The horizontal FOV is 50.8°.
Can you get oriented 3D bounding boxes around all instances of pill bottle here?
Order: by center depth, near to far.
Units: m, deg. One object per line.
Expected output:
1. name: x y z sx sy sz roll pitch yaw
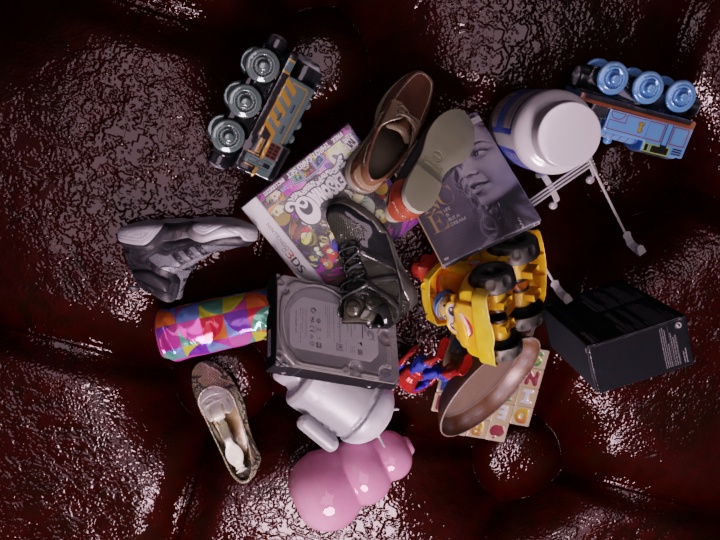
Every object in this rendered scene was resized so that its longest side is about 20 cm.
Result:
1. pill bottle: 0.251 -0.190 1.033 0.112 0.200 0.112 -1 104 -5

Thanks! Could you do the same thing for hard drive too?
1. hard drive: -0.038 0.090 1.083 0.200 0.038 0.140 15 58 -29

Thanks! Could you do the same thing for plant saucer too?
1. plant saucer: 0.186 0.166 1.137 0.200 0.200 0.034 -49 60 6

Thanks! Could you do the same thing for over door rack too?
1. over door rack: 0.312 -0.070 1.139 0.148 0.067 0.200 -35 110 5

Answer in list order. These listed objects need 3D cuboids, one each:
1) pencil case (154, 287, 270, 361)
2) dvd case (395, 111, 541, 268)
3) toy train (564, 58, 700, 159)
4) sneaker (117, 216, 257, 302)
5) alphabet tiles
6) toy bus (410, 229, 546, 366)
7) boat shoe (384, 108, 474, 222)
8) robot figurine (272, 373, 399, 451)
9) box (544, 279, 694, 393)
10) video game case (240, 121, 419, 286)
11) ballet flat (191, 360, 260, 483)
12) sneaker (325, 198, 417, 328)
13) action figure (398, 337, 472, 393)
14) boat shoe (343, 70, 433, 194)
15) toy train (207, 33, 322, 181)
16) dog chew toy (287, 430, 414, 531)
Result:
1. pencil case: -0.198 0.080 1.115 0.199 0.088 0.089 -10 104 -1
2. dvd case: 0.142 -0.118 1.072 0.148 0.016 0.200 -25 65 1
3. toy train: 0.390 -0.234 1.096 0.199 0.087 0.115 12 108 -10
4. sneaker: -0.244 -0.016 1.094 0.199 0.075 0.114 -2 104 1
5. alphabet tiles: 0.208 0.176 1.214 0.166 0.006 0.201 11 102 -8
6. toy bus: 0.152 0.027 1.078 0.192 0.200 0.136 8 123 31
7. boat shoe: 0.095 -0.146 1.048 0.071 0.063 0.200 39 59 -14
8. robot figurine: -0.032 0.184 1.137 0.200 0.113 0.170 35 63 -11
9. box: 0.367 0.091 1.110 0.141 0.200 0.079 -15 104 -1
10. video game case: -0.043 -0.085 1.115 0.200 0.036 0.181 -37 105 4
11. ballet flat: -0.203 0.235 1.154 0.068 0.075 0.200 -19 104 0
12. sneaker: 0.000 0.000 1.063 0.076 0.114 0.200 -11 116 40
13. action figure: 0.092 0.144 1.112 0.065 0.200 0.052 32 61 -11
14. boat shoe: 0.052 -0.194 1.060 0.076 0.072 0.200 31 79 -19
15. toy train: -0.134 -0.222 1.056 0.114 0.085 0.200 25 98 -23
16. dog chew toy: -0.009 0.315 1.173 0.200 0.125 0.125 -26 104 -8
